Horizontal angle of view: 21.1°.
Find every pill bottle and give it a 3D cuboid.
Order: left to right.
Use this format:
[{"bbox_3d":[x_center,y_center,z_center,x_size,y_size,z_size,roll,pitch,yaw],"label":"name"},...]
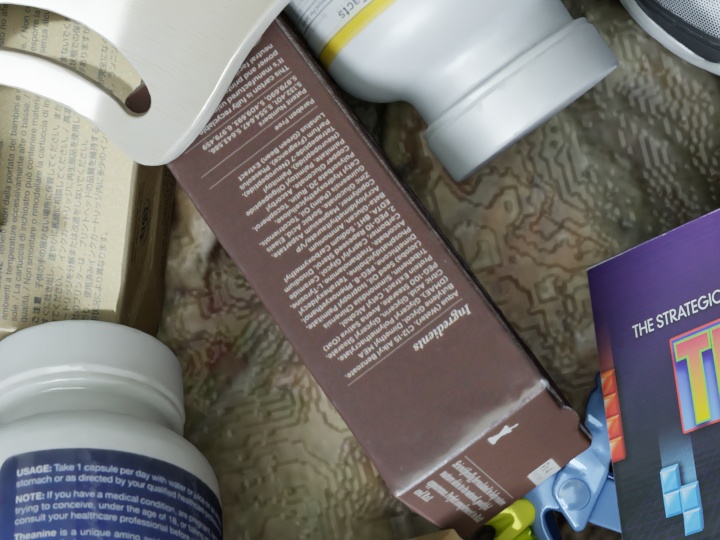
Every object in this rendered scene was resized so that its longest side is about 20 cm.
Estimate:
[{"bbox_3d":[-0.106,0.124,0.728,0.111,0.111,0.200,-10,54,7],"label":"pill bottle"},{"bbox_3d":[0.012,-0.139,0.769,0.112,0.112,0.200,-36,89,8],"label":"pill bottle"}]

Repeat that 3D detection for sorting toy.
[{"bbox_3d":[-0.103,-0.132,0.692,0.200,0.107,0.180,19,116,-4],"label":"sorting toy"}]

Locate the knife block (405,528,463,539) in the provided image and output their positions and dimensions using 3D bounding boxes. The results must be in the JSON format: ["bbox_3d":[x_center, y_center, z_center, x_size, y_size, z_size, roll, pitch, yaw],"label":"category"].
[{"bbox_3d":[-0.040,0.183,0.766,0.176,0.200,0.064,-34,89,-22],"label":"knife block"}]

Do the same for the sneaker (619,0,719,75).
[{"bbox_3d":[0.114,-0.156,0.754,0.075,0.114,0.200,-37,88,8],"label":"sneaker"}]

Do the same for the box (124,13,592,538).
[{"bbox_3d":[0.000,0.000,0.752,0.075,0.100,0.200,-38,66,2],"label":"box"}]

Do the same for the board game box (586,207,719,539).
[{"bbox_3d":[0.177,0.048,0.697,0.200,0.057,0.165,-28,61,46],"label":"board game box"}]

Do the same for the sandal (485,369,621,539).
[{"bbox_3d":[0.106,0.121,0.792,0.087,0.079,0.200,-29,91,4],"label":"sandal"}]

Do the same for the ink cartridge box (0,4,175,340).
[{"bbox_3d":[-0.160,-0.074,0.812,0.165,0.075,0.200,8,95,8],"label":"ink cartridge box"}]
